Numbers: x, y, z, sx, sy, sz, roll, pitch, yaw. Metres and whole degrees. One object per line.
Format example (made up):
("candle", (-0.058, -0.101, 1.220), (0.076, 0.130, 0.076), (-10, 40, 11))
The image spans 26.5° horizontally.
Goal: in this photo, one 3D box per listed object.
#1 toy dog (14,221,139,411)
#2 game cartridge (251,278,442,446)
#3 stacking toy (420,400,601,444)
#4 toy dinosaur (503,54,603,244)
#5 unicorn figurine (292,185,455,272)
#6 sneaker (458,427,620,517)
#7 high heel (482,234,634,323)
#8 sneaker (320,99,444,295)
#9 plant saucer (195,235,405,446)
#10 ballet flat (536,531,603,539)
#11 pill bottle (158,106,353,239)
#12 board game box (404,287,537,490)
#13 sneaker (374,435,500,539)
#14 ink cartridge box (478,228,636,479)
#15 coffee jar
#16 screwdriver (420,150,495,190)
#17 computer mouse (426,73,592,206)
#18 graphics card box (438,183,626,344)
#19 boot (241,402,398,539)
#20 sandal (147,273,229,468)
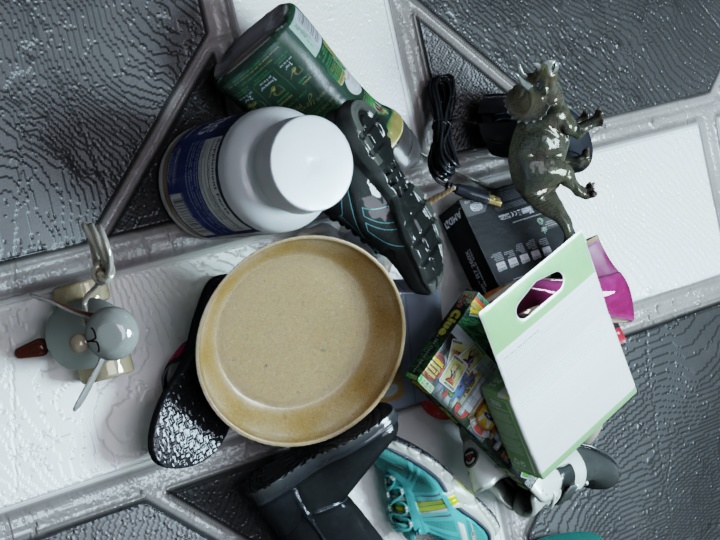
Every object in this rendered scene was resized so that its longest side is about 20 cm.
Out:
("toy dog", (-0.244, 0.055, 1.291), (0.096, 0.200, 0.132), (-19, 73, -14))
("game cartridge", (-0.012, 0.082, 1.458), (0.200, 0.042, 0.133), (-16, 122, -19))
("stacking toy", (0.151, 0.136, 1.580), (0.200, 0.085, 0.086), (7, 84, -27))
("toy dinosaur", (0.187, -0.120, 1.538), (0.102, 0.077, 0.200), (0, 108, -11))
("unicorn figurine", (0.000, 0.000, 1.492), (0.137, 0.074, 0.200), (-3, 115, -28))
("sneaker", (0.185, 0.217, 1.573), (0.200, 0.074, 0.089), (16, 57, -28))
("high heel", (0.178, 0.048, 1.504), (0.200, 0.067, 0.096), (-28, 92, -26))
("sneaker", (0.013, -0.062, 1.424), (0.200, 0.079, 0.075), (62, 28, -14))
("plant saucer", (-0.057, 0.061, 1.386), (0.200, 0.035, 0.201), (-6, 108, -20))
("ballet flat", (0.169, 0.328, 1.595), (0.200, 0.067, 0.067), (-12, 115, -29))
("pill bottle", (-0.092, -0.087, 1.365), (0.111, 0.200, 0.111), (1, 87, -32))
("board game box", (0.133, 0.116, 1.465), (0.200, 0.023, 0.105), (44, 72, -34))
("sneaker", (0.058, 0.227, 1.521), (0.200, 0.077, 0.080), (44, 79, -20))
("ink cartridge box", (0.177, 0.077, 1.444), (0.145, 0.048, 0.200), (-38, 120, -25))
("coffee jar", (-0.038, -0.152, 1.457), (0.200, 0.104, 0.085), (45, 22, -22))
("screwdriver", (0.064, -0.123, 1.561), (0.200, 0.028, 0.029), (19, 107, -26))
("computer mouse", (0.161, -0.127, 1.575), (0.200, 0.046, 0.141), (16, 62, -19))
("graphics card box", (0.178, 0.008, 1.581), (0.125, 0.051, 0.200), (-18, 79, -31))
("boot", (0.005, 0.244, 1.457), (0.165, 0.066, 0.200), (-30, 108, 4))
("sandal", (-0.150, 0.097, 1.420), (0.075, 0.045, 0.200), (36, 55, -31))
